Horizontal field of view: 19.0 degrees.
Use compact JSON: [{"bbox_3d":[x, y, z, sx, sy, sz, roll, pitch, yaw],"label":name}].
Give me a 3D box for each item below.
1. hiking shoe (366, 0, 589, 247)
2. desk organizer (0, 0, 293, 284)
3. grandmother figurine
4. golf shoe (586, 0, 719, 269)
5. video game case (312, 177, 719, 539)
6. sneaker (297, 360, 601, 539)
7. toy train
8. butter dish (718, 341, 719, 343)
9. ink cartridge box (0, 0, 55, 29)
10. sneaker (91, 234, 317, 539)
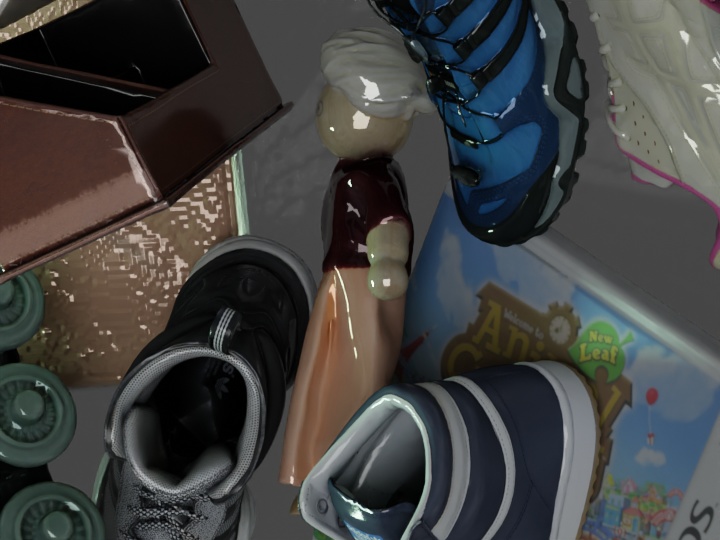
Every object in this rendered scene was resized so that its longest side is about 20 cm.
[{"bbox_3d":[0.034,-0.101,0.822,0.086,0.074,0.202,-18,113,-32],"label":"hiking shoe"},{"bbox_3d":[-0.094,-0.066,0.825,0.071,0.200,0.077,-23,99,15],"label":"desk organizer"},{"bbox_3d":[0.000,0.000,0.875,0.060,0.121,0.202,4,84,-18],"label":"grandmother figurine"},{"bbox_3d":[0.120,-0.085,0.851,0.091,0.075,0.200,-40,91,28],"label":"golf shoe"},{"bbox_3d":[0.072,0.086,0.869,0.200,0.022,0.183,37,114,41],"label":"video game case"},{"bbox_3d":[0.029,0.134,0.820,0.070,0.108,0.202,12,97,45],"label":"sneaker"},{"bbox_3d":[-0.179,0.077,0.895,0.085,0.113,0.201,-46,57,56],"label":"toy train"},{"bbox_3d":[0.178,0.151,0.866,0.198,0.148,0.201,13,108,7],"label":"butter dish"},{"bbox_3d":[-0.176,-0.208,0.837,0.199,0.125,0.129,36,108,-2],"label":"ink cartridge box"},{"bbox_3d":[-0.080,0.088,0.910,0.075,0.114,0.201,22,108,3],"label":"sneaker"}]
